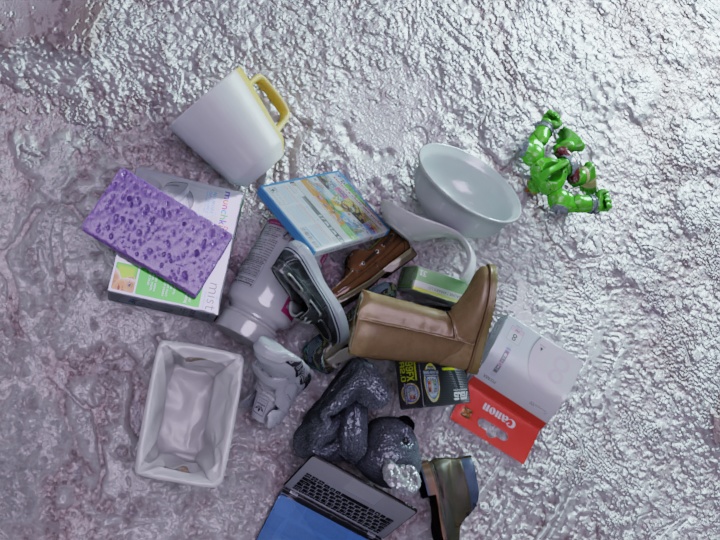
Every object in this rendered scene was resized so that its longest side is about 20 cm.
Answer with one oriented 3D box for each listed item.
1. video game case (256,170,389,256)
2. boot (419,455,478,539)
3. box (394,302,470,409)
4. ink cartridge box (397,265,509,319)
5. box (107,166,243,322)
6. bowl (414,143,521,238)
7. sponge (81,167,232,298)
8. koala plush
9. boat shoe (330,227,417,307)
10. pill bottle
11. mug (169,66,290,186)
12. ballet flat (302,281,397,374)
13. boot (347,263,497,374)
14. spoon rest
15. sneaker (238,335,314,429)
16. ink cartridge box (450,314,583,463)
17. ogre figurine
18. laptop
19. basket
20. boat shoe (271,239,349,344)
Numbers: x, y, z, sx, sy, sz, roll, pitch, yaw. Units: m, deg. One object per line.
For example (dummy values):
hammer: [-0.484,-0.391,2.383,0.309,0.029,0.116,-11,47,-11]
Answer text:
video game case: [-0.056,-0.094,1.585,0.143,0.018,0.199,49,36,18]
boot: [0.162,0.401,1.613,0.096,0.075,0.202,-14,83,-13]
box: [0.114,0.138,1.588,0.044,0.199,0.162,-11,80,26]
ink cartridge box: [0.152,0.034,1.602,0.144,0.200,0.049,17,86,-11]
box: [-0.290,-0.037,1.555,0.174,0.097,0.203,14,77,-10]
bowl: [0.165,-0.118,1.667,0.199,0.091,0.202,22,34,-16]
sponge: [-0.305,-0.057,1.490,0.199,0.030,0.112,31,75,-5]
koala plush: [0.015,0.268,1.556,0.200,0.177,0.184,42,86,-5]
boat shoe: [0.000,0.000,1.641,0.199,0.072,0.068,-34,86,-27]
pill bottle: [-0.141,0.023,1.574,0.113,0.113,0.202,30,76,-8]
mug: [-0.189,-0.232,1.590,0.186,0.149,0.154,-42,101,-10]
ballet flat: [-0.003,0.099,1.617,0.200,0.074,0.074,-41,92,-11]
boot: [0.094,0.059,1.460,0.197,0.066,0.177,12,91,-5]
spoon rest: [0.113,-0.059,1.608,0.199,0.099,0.061,39,90,23]
sneaker: [-0.137,0.176,1.517,0.075,0.200,0.116,30,81,19]
ink cartridge box: [0.268,0.202,1.686,0.162,0.057,0.201,32,70,-8]
ogre figurine: [0.351,-0.180,1.743,0.119,0.098,0.202,-24,99,-28]
laptop: [-0.047,0.409,1.528,0.186,0.200,0.117,29,49,-8]
basket: [-0.263,0.220,1.506,0.134,0.123,0.203,12,78,-12]
boat shoe: [-0.084,0.047,1.517,0.071,0.072,0.201,-43,125,-23]
